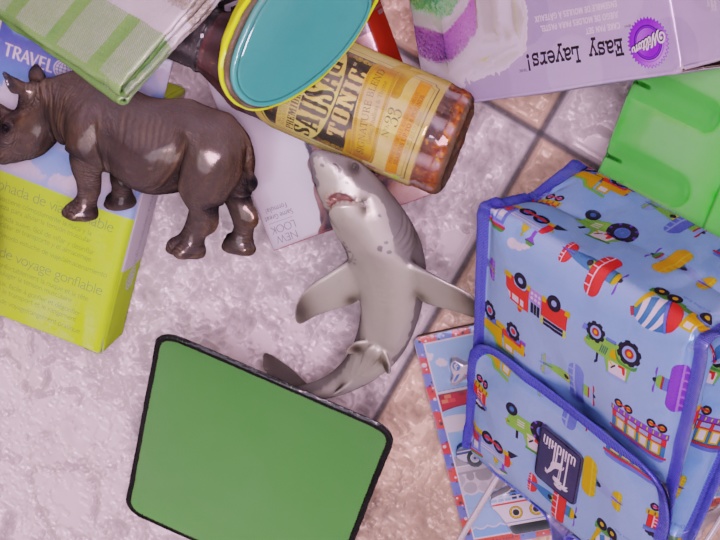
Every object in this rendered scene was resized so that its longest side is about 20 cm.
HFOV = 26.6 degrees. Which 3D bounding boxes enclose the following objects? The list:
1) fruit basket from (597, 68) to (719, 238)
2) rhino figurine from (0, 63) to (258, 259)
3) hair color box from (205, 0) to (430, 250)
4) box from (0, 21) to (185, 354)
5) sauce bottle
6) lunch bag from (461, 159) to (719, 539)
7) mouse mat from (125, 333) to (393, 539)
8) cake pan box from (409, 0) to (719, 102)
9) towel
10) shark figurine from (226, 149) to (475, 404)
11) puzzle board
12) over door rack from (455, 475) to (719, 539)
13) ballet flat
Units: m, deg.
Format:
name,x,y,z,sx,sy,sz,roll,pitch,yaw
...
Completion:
name,x,y,z,sx,sy,sz,roll,pitch,yaw
fruit basket,0.246,-0.070,0.839,0.213,0.155,0.219,5,101,24
rhino figurine,-0.150,-0.075,0.916,0.198,0.060,0.089,18,114,14
hair color box,-0.036,-0.128,0.928,0.110,0.064,0.202,-19,102,14
box,-0.192,-0.061,0.984,0.120,0.048,0.202,20,108,5
sauce bottle,-0.035,-0.107,0.867,0.198,0.066,0.067,21,108,7
lunch bag,0.131,0.068,0.835,0.150,0.093,0.202,33,130,34
mouse mat,-0.071,0.131,0.988,0.159,0.008,0.201,23,137,4
cake pan box,0.103,-0.190,0.831,0.199,0.052,0.187,0,104,48
towel,-0.112,-0.196,0.868,0.149,0.031,0.201,33,78,35
shark figurine,0.007,0.018,0.927,0.127,0.090,0.216,22,133,0
puzzle board,0.146,0.095,0.978,0.197,0.017,0.153,-12,102,14
over door rack,0.141,0.155,0.945,0.147,0.067,0.202,30,89,1
ballet flat,-0.014,-0.173,0.826,0.067,0.067,0.201,38,87,-34
